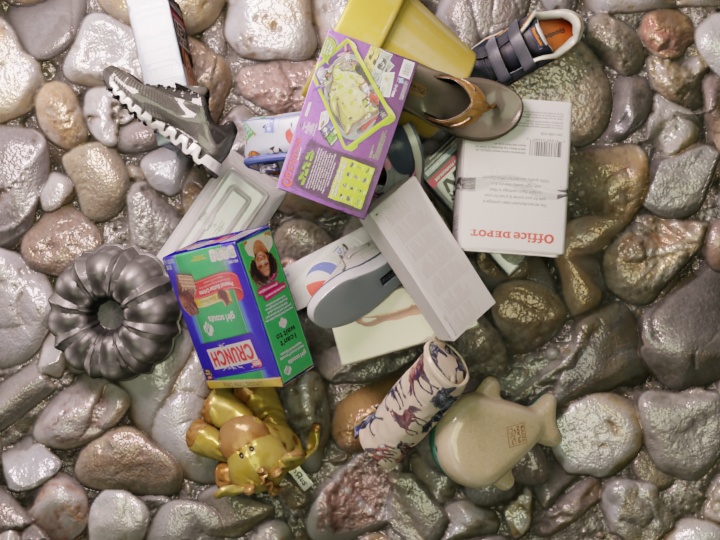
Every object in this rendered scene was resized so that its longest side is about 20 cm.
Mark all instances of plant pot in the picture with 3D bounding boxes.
[{"bbox_3d":[0.045,-0.281,1.323,0.187,0.201,0.203,28,93,-9],"label":"plant pot"}]

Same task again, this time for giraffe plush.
[{"bbox_3d":[-0.149,0.252,1.359,0.199,0.162,0.174,34,93,1],"label":"giraffe plush"}]

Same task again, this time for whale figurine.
[{"bbox_3d":[0.187,0.229,1.392,0.197,0.103,0.162,-12,92,-22],"label":"whale figurine"}]

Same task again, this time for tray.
[{"bbox_3d":[-0.204,-0.063,1.421,0.107,0.022,0.201,36,93,2],"label":"tray"}]

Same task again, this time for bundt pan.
[{"bbox_3d":[-0.357,0.063,1.400,0.198,0.076,0.206,0,93,5],"label":"bundt pan"}]

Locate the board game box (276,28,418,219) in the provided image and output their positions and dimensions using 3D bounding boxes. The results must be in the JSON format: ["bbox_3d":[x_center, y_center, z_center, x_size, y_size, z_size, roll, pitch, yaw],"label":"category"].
[{"bbox_3d":[-0.017,-0.177,1.202,0.118,0.032,0.203,19,94,-5],"label":"board game box"}]

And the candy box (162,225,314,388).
[{"bbox_3d":[-0.167,0.055,1.340,0.167,0.077,0.203,-9,104,44],"label":"candy box"}]

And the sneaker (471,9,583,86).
[{"bbox_3d":[0.218,-0.307,1.368,0.198,0.079,0.079,-30,91,5],"label":"sneaker"}]

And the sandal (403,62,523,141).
[{"bbox_3d":[0.115,-0.217,1.233,0.197,0.055,0.083,19,95,-16],"label":"sandal"}]

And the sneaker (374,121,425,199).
[{"bbox_3d":[0.044,-0.113,1.338,0.081,0.202,0.071,-17,46,-9],"label":"sneaker"}]

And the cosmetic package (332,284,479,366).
[{"bbox_3d":[0.059,0.063,1.376,0.197,0.103,0.089,-17,90,1],"label":"cosmetic package"}]

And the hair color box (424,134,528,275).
[{"bbox_3d":[0.176,-0.101,1.385,0.099,0.061,0.200,-42,91,2],"label":"hair color box"}]

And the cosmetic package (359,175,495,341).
[{"bbox_3d":[0.085,-0.014,1.270,0.082,0.050,0.201,-39,103,-21],"label":"cosmetic package"}]

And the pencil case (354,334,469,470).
[{"bbox_3d":[0.071,0.180,1.346,0.201,0.077,0.090,-54,49,32],"label":"pencil case"}]

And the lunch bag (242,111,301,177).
[{"bbox_3d":[-0.062,-0.166,1.316,0.157,0.200,0.077,-2,90,18],"label":"lunch bag"}]

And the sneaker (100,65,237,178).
[{"bbox_3d":[-0.242,-0.214,1.283,0.199,0.066,0.091,38,89,-4],"label":"sneaker"}]

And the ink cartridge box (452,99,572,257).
[{"bbox_3d":[0.200,-0.121,1.312,0.141,0.084,0.204,4,88,-1],"label":"ink cartridge box"}]

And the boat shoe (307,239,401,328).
[{"bbox_3d":[-0.001,-0.004,1.316,0.201,0.086,0.075,-37,131,-16],"label":"boat shoe"}]

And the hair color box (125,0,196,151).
[{"bbox_3d":[-0.267,-0.275,1.369,0.059,0.099,0.204,-12,92,1],"label":"hair color box"}]

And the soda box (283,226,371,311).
[{"bbox_3d":[-0.055,0.004,1.395,0.198,0.068,0.064,-27,91,2],"label":"soda box"}]
